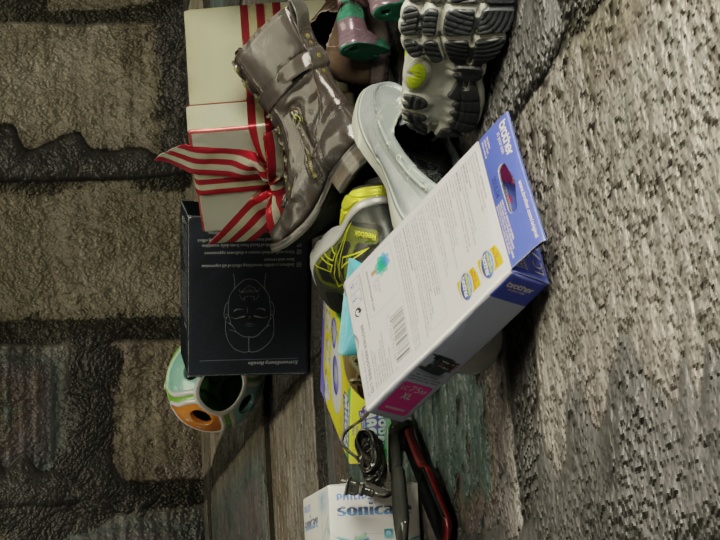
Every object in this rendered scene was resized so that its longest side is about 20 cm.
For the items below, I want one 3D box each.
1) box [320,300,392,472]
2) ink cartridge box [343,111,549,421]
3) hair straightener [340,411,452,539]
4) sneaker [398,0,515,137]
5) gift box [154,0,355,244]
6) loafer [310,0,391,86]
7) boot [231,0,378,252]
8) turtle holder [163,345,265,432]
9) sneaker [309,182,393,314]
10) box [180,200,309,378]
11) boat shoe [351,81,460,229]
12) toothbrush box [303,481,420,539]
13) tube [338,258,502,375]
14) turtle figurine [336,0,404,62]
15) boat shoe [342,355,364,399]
[{"bbox_3d":[-0.001,0.102,1.654,0.200,0.048,0.118,-123,33,-68],"label":"box"},{"bbox_3d":[0.064,0.000,1.184,0.200,0.042,0.120,-49,37,37],"label":"ink cartridge box"},{"bbox_3d":[0.021,0.164,1.460,0.200,0.077,0.041,-107,17,-55],"label":"hair straightener"},{"bbox_3d":[0.061,-0.179,1.239,0.200,0.077,0.080,106,169,-57],"label":"sneaker"},{"bbox_3d":[-0.102,-0.139,1.732,0.185,0.199,0.187,80,-179,-55],"label":"gift box"},{"bbox_3d":[-0.017,-0.235,1.619,0.200,0.071,0.073,-104,19,-60],"label":"loafer"},{"bbox_3d":[-0.061,-0.129,1.567,0.174,0.069,0.200,55,134,13],"label":"boot"},{"bbox_3d":[-0.189,0.147,2.469,0.141,0.185,0.132,58,173,-8],"label":"turtle holder"},{"bbox_3d":[0.000,0.000,1.560,0.200,0.074,0.085,108,158,-60],"label":"sneaker"},{"bbox_3d":[-0.142,0.020,2.111,0.107,0.148,0.201,-132,43,-74],"label":"box"},{"bbox_3d":[0.046,-0.099,1.360,0.201,0.070,0.072,-109,32,-48],"label":"boat shoe"},{"bbox_3d":[0.003,0.294,1.550,0.146,0.085,0.201,133,136,-75],"label":"toothbrush box"},{"bbox_3d":[0.034,0.038,1.307,0.200,0.050,0.078,12,91,62],"label":"tube"},{"bbox_3d":[-0.004,-0.293,1.514,0.150,0.100,0.201,114,147,-66],"label":"turtle figurine"},{"bbox_3d":[0.030,0.063,1.414,0.200,0.073,0.063,108,158,-56],"label":"boat shoe"}]
